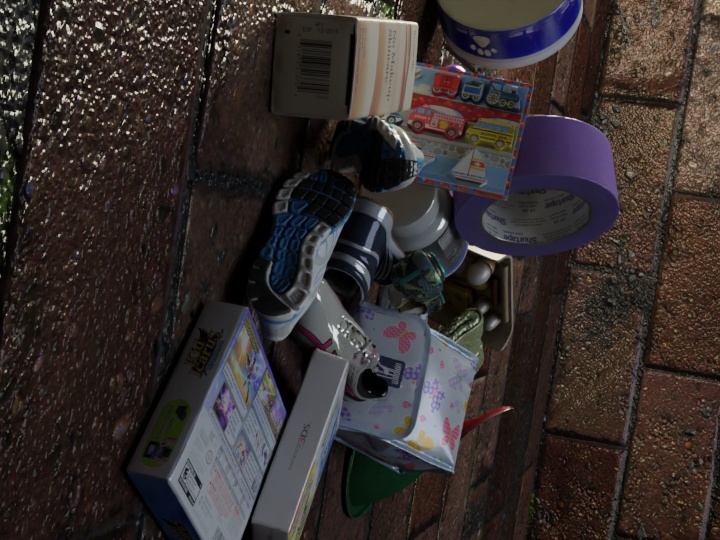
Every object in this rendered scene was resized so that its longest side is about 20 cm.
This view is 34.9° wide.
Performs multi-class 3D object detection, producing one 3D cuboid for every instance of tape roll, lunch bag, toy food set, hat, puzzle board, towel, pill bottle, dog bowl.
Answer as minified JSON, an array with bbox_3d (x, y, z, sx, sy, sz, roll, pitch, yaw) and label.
[{"bbox_3d":[0.213,-0.100,1.409,0.200,0.200,0.085,64,23,-61],"label":"tape roll"},{"bbox_3d":[0.043,0.151,1.447,0.200,0.127,0.170,34,61,-35],"label":"lunch bag"},{"bbox_3d":[0.155,0.026,1.740,0.060,0.143,0.200,-45,145,-33],"label":"toy food set"},{"bbox_3d":[0.092,0.267,1.585,0.166,0.176,0.200,21,81,-70],"label":"hat"},{"bbox_3d":[0.088,-0.170,1.329,0.017,0.200,0.151,80,24,-69],"label":"puzzle board"},{"bbox_3d":[0.113,0.155,1.717,0.200,0.036,0.148,-38,146,-22],"label":"towel"},{"bbox_3d":[0.068,-0.065,1.464,0.200,0.114,0.114,50,52,-67],"label":"pill bottle"},{"bbox_3d":[0.205,-0.381,1.587,0.079,0.200,0.200,65,38,-58],"label":"dog bowl"}]

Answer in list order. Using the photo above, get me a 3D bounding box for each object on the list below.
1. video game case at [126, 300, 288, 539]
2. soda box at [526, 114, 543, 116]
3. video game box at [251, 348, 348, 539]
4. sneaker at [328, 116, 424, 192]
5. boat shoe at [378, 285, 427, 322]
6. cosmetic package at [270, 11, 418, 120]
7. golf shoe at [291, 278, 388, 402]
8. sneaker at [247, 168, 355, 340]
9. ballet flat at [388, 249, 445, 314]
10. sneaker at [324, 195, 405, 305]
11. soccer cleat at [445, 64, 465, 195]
[{"bbox_3d":[-0.134,0.158,1.061,0.200,0.045,0.181,78,28,-51],"label":"video game case"},{"bbox_3d":[0.142,-0.162,1.493,0.068,0.200,0.064,35,58,-70],"label":"soda box"},{"bbox_3d":[-0.066,0.211,1.237,0.182,0.047,0.200,94,13,-60],"label":"video game box"},{"bbox_3d":[0.035,-0.123,1.213,0.200,0.087,0.075,-140,-120,-68],"label":"sneaker"},{"bbox_3d":[0.056,0.068,1.592,0.071,0.072,0.200,-10,119,-80],"label":"boat shoe"},{"bbox_3d":[-0.012,-0.212,1.183,0.200,0.087,0.103,-32,128,-67],"label":"cosmetic package"},{"bbox_3d":[-0.022,0.074,1.290,0.200,0.092,0.073,71,32,-47],"label":"golf shoe"},{"bbox_3d":[-0.064,-0.016,1.155,0.087,0.075,0.200,99,13,-55],"label":"sneaker"},{"bbox_3d":[0.063,0.020,1.388,0.200,0.074,0.074,70,32,-75],"label":"ballet flat"},{"bbox_3d":[0.000,0.000,1.363,0.200,0.070,0.109,73,39,-66],"label":"sneaker"},{"bbox_3d":[0.128,-0.197,1.670,0.076,0.067,0.200,-41,140,-57],"label":"soccer cleat"}]
